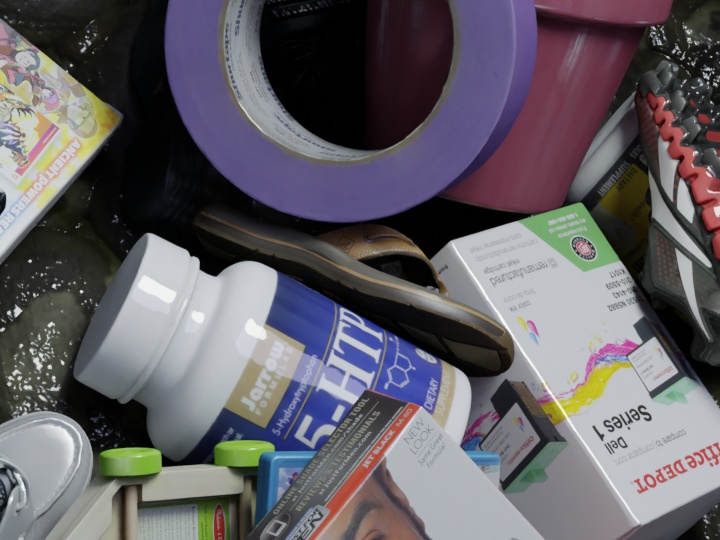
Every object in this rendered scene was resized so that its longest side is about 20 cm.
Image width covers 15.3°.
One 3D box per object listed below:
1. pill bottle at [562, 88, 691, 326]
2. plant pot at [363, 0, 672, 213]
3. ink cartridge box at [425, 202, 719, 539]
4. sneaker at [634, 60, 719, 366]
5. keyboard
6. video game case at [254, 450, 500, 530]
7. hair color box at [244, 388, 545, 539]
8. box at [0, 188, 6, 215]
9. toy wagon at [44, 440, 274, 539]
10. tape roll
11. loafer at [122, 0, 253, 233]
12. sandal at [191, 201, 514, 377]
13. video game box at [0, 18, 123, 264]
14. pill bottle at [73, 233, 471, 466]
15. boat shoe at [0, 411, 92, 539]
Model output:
[{"bbox_3d":[0.230,-0.022,1.714,0.200,0.112,0.112,39,47,-2],"label":"pill bottle"},{"bbox_3d":[0.082,-0.139,1.632,0.199,0.180,0.200,13,14,-3],"label":"plant pot"},{"bbox_3d":[0.123,0.073,1.587,0.144,0.084,0.201,-16,69,-51],"label":"ink cartridge box"},{"bbox_3d":[0.201,-0.029,1.613,0.071,0.098,0.201,6,53,-46],"label":"sneaker"},{"bbox_3d":[-0.032,-0.172,1.652,0.104,0.040,0.200,61,26,2],"label":"keyboard"},{"bbox_3d":[0.005,0.196,1.416,0.142,0.018,0.201,2,94,-30],"label":"video game case"},{"bbox_3d":[0.044,0.170,1.389,0.200,0.064,0.111,47,73,-25],"label":"hair color box"},{"bbox_3d":[-0.309,-0.038,1.390,0.200,0.046,0.159,38,77,-3],"label":"box"},{"bbox_3d":[-0.071,0.168,1.407,0.199,0.039,0.156,-2,92,-34],"label":"toy wagon"},{"bbox_3d":[-0.004,-0.130,1.500,0.200,0.200,0.085,46,12,4],"label":"tape roll"},{"bbox_3d":[-0.094,-0.107,1.608,0.072,0.073,0.201,23,59,-29],"label":"loafer"},{"bbox_3d":[0.000,0.000,1.520,0.199,0.082,0.055,23,69,18],"label":"sandal"},{"bbox_3d":[-0.257,-0.077,1.496,0.182,0.047,0.200,38,48,-1],"label":"video game box"},{"bbox_3d":[-0.051,0.065,1.477,0.199,0.120,0.120,28,49,-12],"label":"pill bottle"},{"bbox_3d":[-0.202,0.127,1.375,0.072,0.069,0.200,50,48,7],"label":"boat shoe"}]
